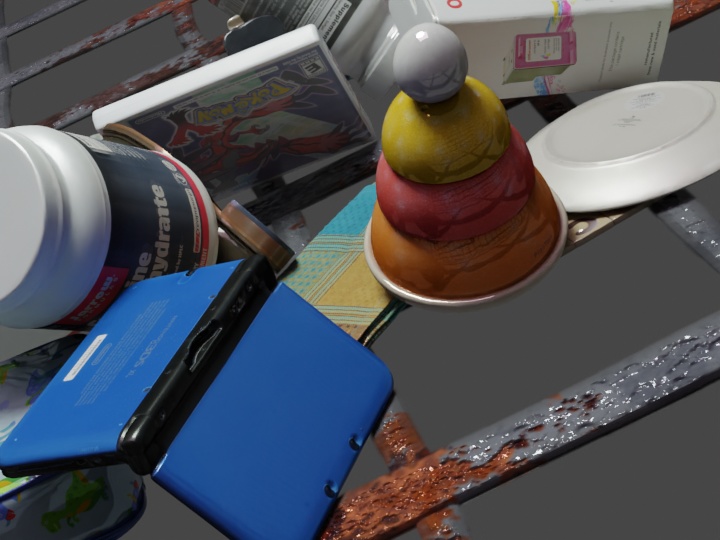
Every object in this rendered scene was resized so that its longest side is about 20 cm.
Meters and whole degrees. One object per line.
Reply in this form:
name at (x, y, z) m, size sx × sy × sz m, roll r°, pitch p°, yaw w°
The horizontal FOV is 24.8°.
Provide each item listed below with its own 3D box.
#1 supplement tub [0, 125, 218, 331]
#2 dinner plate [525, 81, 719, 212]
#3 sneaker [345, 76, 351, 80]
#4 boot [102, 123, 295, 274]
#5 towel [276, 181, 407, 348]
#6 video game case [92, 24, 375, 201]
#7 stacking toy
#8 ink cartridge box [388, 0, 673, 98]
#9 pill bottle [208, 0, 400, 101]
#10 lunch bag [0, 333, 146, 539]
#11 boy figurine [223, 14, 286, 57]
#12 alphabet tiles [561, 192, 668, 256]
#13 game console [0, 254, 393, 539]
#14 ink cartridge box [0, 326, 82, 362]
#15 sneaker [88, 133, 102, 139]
supplement tub at (-0.207, -0.027, 1.169) m, size 0.140 × 0.141 × 0.200 m, roll -9°, pitch -8°, yaw 29°
dinner plate at (0.204, -0.103, 1.237) m, size 0.199 × 0.024 × 0.200 m, roll -16°, pitch 25°, yaw 8°
sneaker at (-0.007, -0.230, 1.604) m, size 0.200 × 0.080 × 0.095 m, roll -40°, pitch 32°, yaw -29°
boot at (-0.154, -0.034, 1.281) m, size 0.200 × 0.075 × 0.097 m, roll 36°, pitch 85°, yaw 26°
towel at (0.000, 0.000, 1.224) m, size 0.146 × 0.022 × 0.200 m, roll 3°, pitch 42°, yaw 46°
video game case at (-0.103, -0.122, 1.399) m, size 0.199 × 0.182 × 0.023 m, roll -21°, pitch 64°, yaw 7°
stacking toy at (0.061, -0.085, 1.102) m, size 0.145 × 0.201 × 0.147 m, roll -7°, pitch 43°, yaw 6°
ink cartridge box at (0.133, -0.216, 1.337) m, size 0.199 × 0.085 × 0.145 m, roll -5°, pitch 43°, yaw -12°
pill bottle at (-0.039, -0.250, 1.514) m, size 0.116 × 0.199 × 0.116 m, roll -56°, pitch 4°, yaw 7°
lunch bag at (-0.233, 0.132, 1.114) m, size 0.160 × 0.083 × 0.200 m, roll -25°, pitch 26°, yaw -4°
boy figurine at (-0.095, -0.170, 1.494) m, size 0.064 × 0.125 × 0.200 m, roll -21°, pitch -6°, yaw -11°
alphabet tiles at (0.122, -0.044, 1.226) m, size 0.199 × 0.008 × 0.167 m, roll -29°, pitch 27°, yaw -10°
game console at (-0.100, 0.093, 1.040) m, size 0.170 × 0.119 × 0.200 m, roll -11°, pitch 28°, yaw 30°
ink cartridge box at (-0.322, 0.019, 1.398) m, size 0.144 × 0.084 × 0.199 m, roll -41°, pitch 31°, yaw -29°
sneaker at (-0.208, -0.097, 1.539) m, size 0.199 × 0.074 × 0.089 m, roll -18°, pitch 25°, yaw 35°
